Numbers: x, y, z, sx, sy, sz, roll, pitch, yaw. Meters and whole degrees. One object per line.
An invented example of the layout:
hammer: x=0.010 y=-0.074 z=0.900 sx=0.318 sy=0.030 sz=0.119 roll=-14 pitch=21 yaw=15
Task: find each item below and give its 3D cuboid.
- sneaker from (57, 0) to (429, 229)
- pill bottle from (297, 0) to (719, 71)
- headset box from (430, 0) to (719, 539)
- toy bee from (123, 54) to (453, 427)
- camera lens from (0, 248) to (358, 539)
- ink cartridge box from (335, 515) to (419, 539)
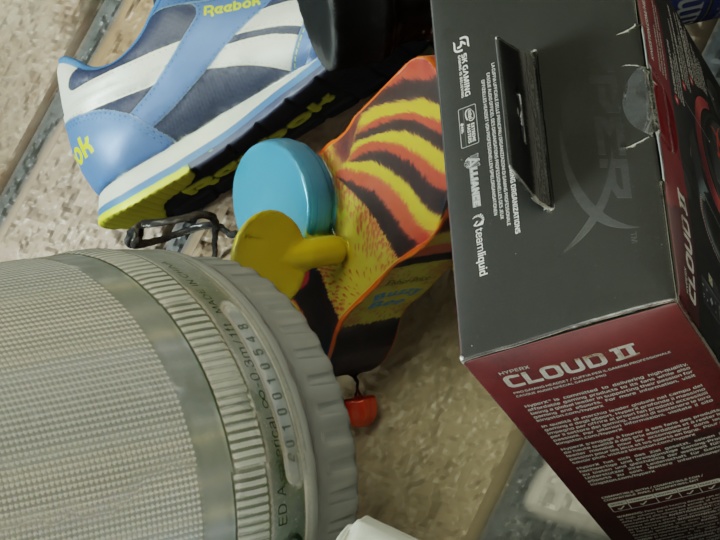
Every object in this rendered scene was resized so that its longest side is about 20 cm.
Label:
sneaker: x=-0.039 y=-0.097 z=1.068 sx=0.199 sy=0.074 sz=0.083 roll=-32 pitch=76 yaw=6
pill bottle: x=0.074 y=-0.137 z=0.978 sx=0.198 sy=0.112 sz=0.112 roll=-14 pitch=52 yaw=-9
headset box: x=0.089 y=-0.006 z=0.874 sx=0.075 sy=0.200 sz=0.150 roll=-16 pitch=56 yaw=19
toy bee: x=0.000 y=0.000 z=0.996 sx=0.130 sy=0.200 sz=0.109 roll=-15 pitch=79 yaw=-21
camera lens: x=-0.120 y=0.078 z=0.875 sx=0.159 sy=0.199 sz=0.161 roll=11 pitch=105 yaw=47
ink cartridge box: x=0.054 y=0.185 z=0.776 sx=0.199 sy=0.084 sz=0.145 roll=26 pitch=71 yaw=9
